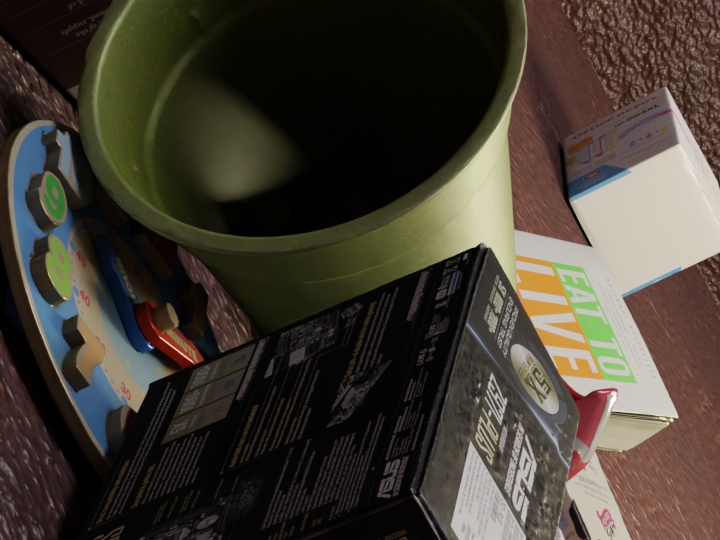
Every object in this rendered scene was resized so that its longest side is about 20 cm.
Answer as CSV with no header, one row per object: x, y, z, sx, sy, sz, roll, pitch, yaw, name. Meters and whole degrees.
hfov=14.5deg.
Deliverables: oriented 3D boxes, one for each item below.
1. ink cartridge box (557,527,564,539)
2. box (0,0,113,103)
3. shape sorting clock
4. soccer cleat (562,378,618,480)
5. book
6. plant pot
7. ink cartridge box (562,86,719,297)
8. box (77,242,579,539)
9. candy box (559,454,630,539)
0.088,0.179,1.544,0.200,0.043,0.174,86,-15,-67,ink cartridge box
-0.101,-0.123,1.368,0.200,0.100,0.075,45,23,-55,box
-0.098,0.027,1.213,0.200,0.039,0.200,59,13,-22,shape sorting clock
0.043,0.033,1.446,0.200,0.077,0.067,42,20,17,soccer cleat
0.099,0.036,1.726,0.200,0.048,0.134,9,53,-50,book
-0.006,-0.037,1.283,0.190,0.199,0.201,68,4,-53,plant pot
0.289,-0.086,2.885,0.125,0.128,0.200,60,12,-20,ink cartridge box
-0.015,0.095,1.066,0.086,0.163,0.200,60,20,-19,box
0.102,0.106,1.815,0.201,0.061,0.136,68,13,19,candy box
